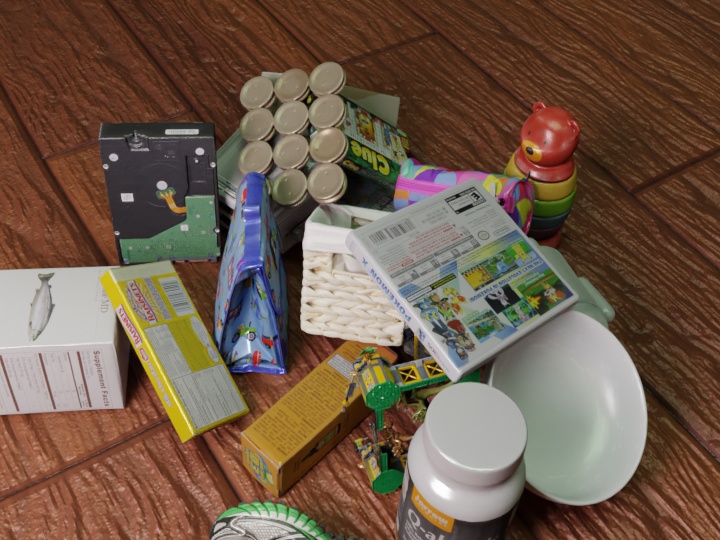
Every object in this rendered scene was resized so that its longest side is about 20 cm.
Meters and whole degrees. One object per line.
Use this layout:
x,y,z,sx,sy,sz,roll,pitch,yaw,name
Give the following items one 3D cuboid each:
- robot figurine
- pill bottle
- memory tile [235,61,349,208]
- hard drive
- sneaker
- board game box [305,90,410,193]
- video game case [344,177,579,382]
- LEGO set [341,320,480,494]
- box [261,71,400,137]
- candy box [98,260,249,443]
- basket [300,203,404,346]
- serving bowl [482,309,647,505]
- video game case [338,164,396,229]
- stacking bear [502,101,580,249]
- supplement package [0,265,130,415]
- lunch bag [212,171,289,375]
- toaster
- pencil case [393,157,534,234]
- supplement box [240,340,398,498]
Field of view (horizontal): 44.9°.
0.226,0.052,1.060,0.166,0.114,0.202,-14,50,-16,robot figurine
0.096,0.208,0.839,0.113,0.203,0.118,2,45,-2,pill bottle
-0.086,-0.169,1.106,0.150,0.017,0.205,-9,64,17,memory tile
-0.245,-0.093,1.091,0.136,0.203,0.038,-2,43,-7,hard drive
-0.057,0.286,0.834,0.196,0.079,0.086,18,47,11,sneaker
0.002,-0.177,1.195,0.198,0.023,0.107,21,54,-44,board game box
0.108,0.001,0.903,0.198,0.022,0.183,-24,66,-37,video game case
0.050,0.127,0.926,0.150,0.203,0.117,-19,41,-6,LEGO set
-0.044,-0.227,1.254,0.197,0.080,0.094,1,12,-44,box
-0.204,0.084,0.962,0.102,0.026,0.203,-12,69,-59,candy box
0.000,0.000,1.027,0.132,0.127,0.200,8,11,2,basket
0.207,0.147,0.932,0.195,0.066,0.205,7,72,-22,serving bowl
0.004,-0.097,1.247,0.198,0.018,0.143,31,52,23,video game case
0.240,-0.126,1.172,0.112,0.203,0.121,-27,53,-28,stacking bear
-0.363,0.078,0.973,0.195,0.119,0.119,-2,45,-9,supplement package
-0.129,-0.001,1.015,0.091,0.203,0.153,1,46,-4,lunch bag
-0.132,-0.115,1.174,0.198,0.115,0.129,34,66,23,toaster
0.135,-0.096,1.150,0.197,0.090,0.088,13,42,38,pencil case
-0.043,0.155,0.970,0.068,0.067,0.199,32,51,23,supplement box
